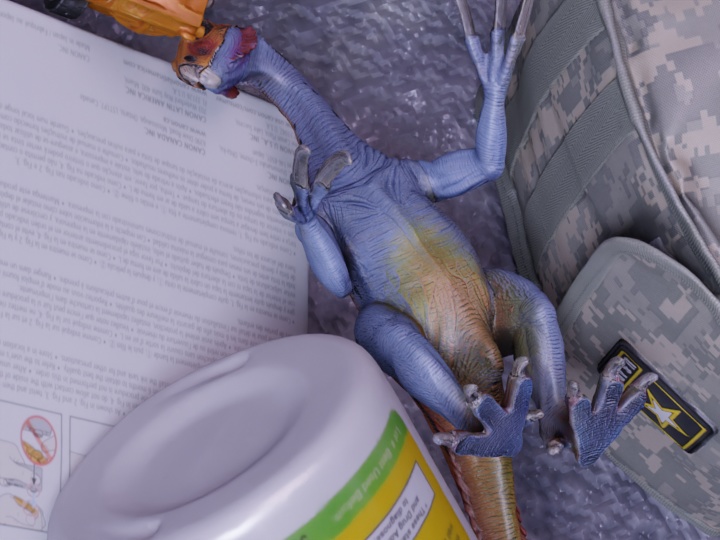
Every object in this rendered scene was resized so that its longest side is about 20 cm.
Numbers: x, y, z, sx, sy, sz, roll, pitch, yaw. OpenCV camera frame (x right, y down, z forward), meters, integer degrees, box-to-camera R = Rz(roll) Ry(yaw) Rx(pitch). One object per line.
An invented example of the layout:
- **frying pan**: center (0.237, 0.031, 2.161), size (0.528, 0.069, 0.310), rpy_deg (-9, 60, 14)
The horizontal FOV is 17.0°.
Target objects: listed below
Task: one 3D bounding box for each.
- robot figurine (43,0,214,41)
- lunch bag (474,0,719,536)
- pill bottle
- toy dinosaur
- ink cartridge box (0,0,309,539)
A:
- **robot figurine**: center (-0.113, -0.130, 0.809), size (0.144, 0.200, 0.059), rpy_deg (18, 102, -23)
- **lunch bag**: center (0.120, -0.014, 0.832), size (0.117, 0.164, 0.201), rpy_deg (-10, 72, -12)
- **pill bottle**: center (0.000, 0.130, 0.730), size (0.111, 0.111, 0.201), rpy_deg (-42, 115, -29)
- **toy dinosaur**: center (0.000, 0.000, 0.778), size (0.104, 0.201, 0.181), rpy_deg (-12, 37, -36)
- **ink cartridge box**: center (-0.083, 0.027, 0.782), size (0.162, 0.057, 0.202), rpy_deg (18, 71, -49)
